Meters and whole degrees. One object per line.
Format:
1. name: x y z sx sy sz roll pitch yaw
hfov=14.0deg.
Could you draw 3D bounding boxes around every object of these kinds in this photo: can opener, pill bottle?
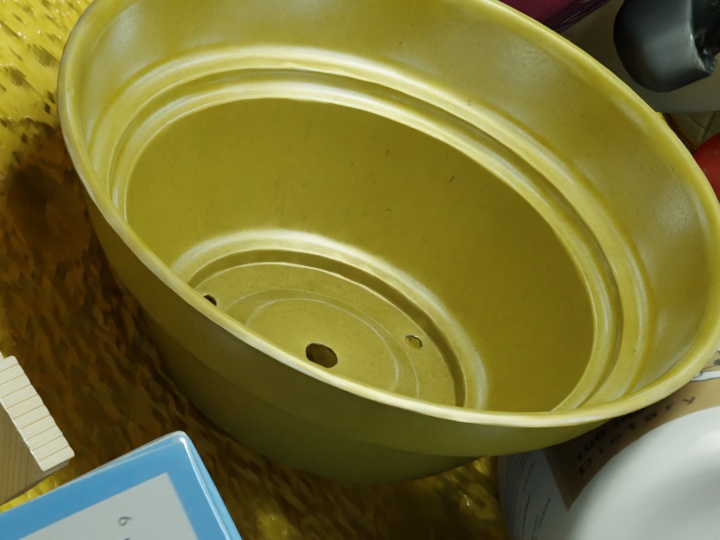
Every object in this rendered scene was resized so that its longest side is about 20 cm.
1. can opener: 0.118 -0.041 0.915 0.200 0.067 0.053 -87 152 -56
2. pill bottle: 0.101 0.068 0.883 0.114 0.114 0.200 50 7 -15

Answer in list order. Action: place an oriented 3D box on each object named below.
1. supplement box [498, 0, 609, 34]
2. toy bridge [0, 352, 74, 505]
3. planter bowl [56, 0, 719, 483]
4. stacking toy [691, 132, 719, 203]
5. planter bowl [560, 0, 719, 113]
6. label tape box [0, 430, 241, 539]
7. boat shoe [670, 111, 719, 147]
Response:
1. supplement box: 0.048 -0.133 0.955 0.110 0.200 0.086 58 30 1
2. toy bridge: -0.138 0.045 0.666 0.067 0.027 0.200 58 28 3
3. planter bowl: 0.000 0.000 0.836 0.200 0.084 0.200 15 38 -12
4. stacking toy: 0.149 0.005 1.033 0.200 0.085 0.085 54 18 -60
5. planter bowl: 0.090 -0.147 1.078 0.135 0.200 0.200 -15 73 -32
6. label tape box: -0.041 0.126 0.671 0.143 0.066 0.200 63 -12 8
7. boat shoe: 0.139 -0.142 1.250 0.063 0.073 0.201 -1 65 -66
